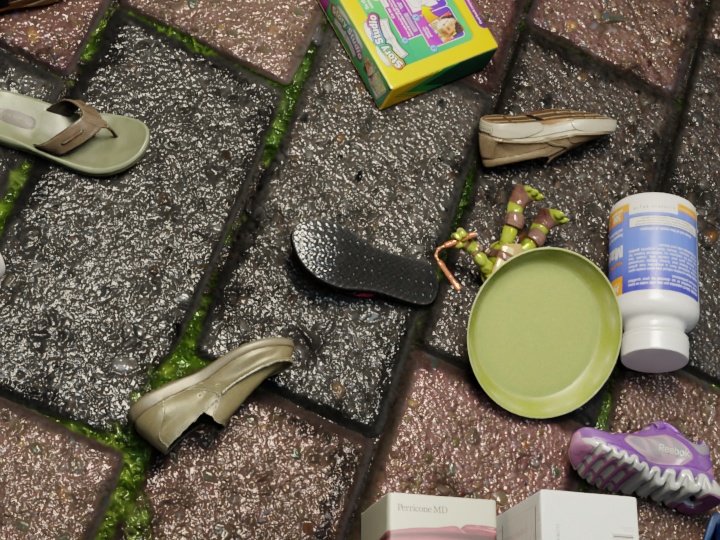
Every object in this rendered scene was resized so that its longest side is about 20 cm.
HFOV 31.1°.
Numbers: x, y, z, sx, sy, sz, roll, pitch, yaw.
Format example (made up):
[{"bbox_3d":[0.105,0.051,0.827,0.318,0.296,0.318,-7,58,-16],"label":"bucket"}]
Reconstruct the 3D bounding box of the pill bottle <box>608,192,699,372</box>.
[{"bbox_3d":[0.360,0.017,1.592,0.110,0.112,0.203,12,65,-12],"label":"pill bottle"}]

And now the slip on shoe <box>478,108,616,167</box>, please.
[{"bbox_3d":[0.240,-0.169,1.664,0.197,0.076,0.062,-8,110,-28],"label":"slip on shoe"}]

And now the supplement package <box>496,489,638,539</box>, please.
[{"bbox_3d":[0.204,0.312,1.370,0.108,0.200,0.115,7,67,-13],"label":"supplement package"}]

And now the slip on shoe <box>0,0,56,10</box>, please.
[{"bbox_3d":[-0.412,-0.343,1.518,0.198,0.076,0.061,-22,82,-16],"label":"slip on shoe"}]

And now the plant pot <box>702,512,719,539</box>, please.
[{"bbox_3d":[0.471,0.373,1.440,0.198,0.180,0.202,29,63,-4],"label":"plant pot"}]

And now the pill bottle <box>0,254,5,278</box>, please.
[{"bbox_3d":[-0.472,0.029,1.329,0.111,0.111,0.200,40,62,2],"label":"pill bottle"}]

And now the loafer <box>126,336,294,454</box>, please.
[{"bbox_3d":[-0.154,0.137,1.408,0.198,0.076,0.068,-26,78,-15],"label":"loafer"}]

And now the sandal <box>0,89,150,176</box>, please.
[{"bbox_3d":[-0.340,-0.162,1.479,0.198,0.057,0.081,11,65,-12],"label":"sandal"}]

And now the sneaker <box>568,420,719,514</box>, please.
[{"bbox_3d":[0.335,0.217,1.525,0.198,0.081,0.090,20,57,-14],"label":"sneaker"}]

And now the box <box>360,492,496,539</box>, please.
[{"bbox_3d":[0.072,0.348,1.366,0.126,0.109,0.203,6,67,-14],"label":"box"}]

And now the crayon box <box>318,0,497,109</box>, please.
[{"bbox_3d":[0.054,-0.330,1.671,0.171,0.058,0.202,-24,76,-23],"label":"crayon box"}]

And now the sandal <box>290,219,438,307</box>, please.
[{"bbox_3d":[0.000,0.000,1.532,0.198,0.045,0.076,20,68,-24],"label":"sandal"}]

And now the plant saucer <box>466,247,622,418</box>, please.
[{"bbox_3d":[0.214,0.072,1.531,0.197,0.031,0.203,-2,97,-16],"label":"plant saucer"}]

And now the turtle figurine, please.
[{"bbox_3d":[0.189,-0.010,1.576,0.199,0.064,0.162,36,77,-14],"label":"turtle figurine"}]
